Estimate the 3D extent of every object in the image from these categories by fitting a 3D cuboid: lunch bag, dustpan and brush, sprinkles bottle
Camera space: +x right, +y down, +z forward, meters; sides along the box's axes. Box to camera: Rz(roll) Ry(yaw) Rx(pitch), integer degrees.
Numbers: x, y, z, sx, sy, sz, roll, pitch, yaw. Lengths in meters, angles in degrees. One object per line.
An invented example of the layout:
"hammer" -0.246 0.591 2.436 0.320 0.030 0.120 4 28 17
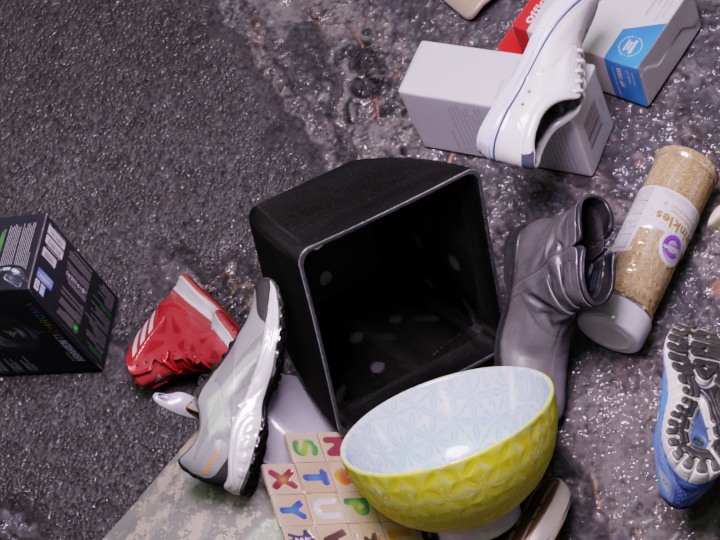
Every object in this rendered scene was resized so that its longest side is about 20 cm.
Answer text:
"lunch bag" -0.118 0.267 1.522 0.164 0.118 0.199 -49 50 -9
"dustpan and brush" -0.099 0.139 1.557 0.057 0.199 0.140 -51 29 22
"sprinkles bottle" 0.275 -0.022 1.575 0.068 0.068 0.201 16 66 30

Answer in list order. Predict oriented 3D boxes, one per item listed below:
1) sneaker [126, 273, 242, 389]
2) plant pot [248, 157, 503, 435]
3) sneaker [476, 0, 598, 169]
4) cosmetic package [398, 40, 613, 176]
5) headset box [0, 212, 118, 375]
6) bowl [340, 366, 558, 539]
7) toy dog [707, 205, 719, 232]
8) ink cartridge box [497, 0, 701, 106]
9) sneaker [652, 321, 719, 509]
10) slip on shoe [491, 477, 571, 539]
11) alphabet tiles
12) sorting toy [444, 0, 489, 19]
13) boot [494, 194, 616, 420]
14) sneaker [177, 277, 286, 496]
"sneaker" -0.166 0.095 1.682 0.116 0.078 0.200 -48 35 0
"plant pot" 0.000 0.000 1.580 0.198 0.202 0.177 -26 33 -23
"sneaker" 0.189 -0.182 1.595 0.070 0.073 0.201 26 80 23
"cosmetic package" 0.150 -0.168 1.700 0.198 0.102 0.072 12 64 27
"headset box" -0.386 0.030 1.748 0.197 0.175 0.094 -3 57 19
"bowl" 0.091 0.177 1.466 0.198 0.109 0.200 -18 16 5
"toy dog" 0.415 -0.064 1.504 0.191 0.140 0.202 -12 54 -1
"ink cartridge box" 0.243 -0.264 1.743 0.199 0.067 0.117 25 71 33
"sneaker" 0.290 0.127 1.465 0.078 0.090 0.201 20 43 4
"slip on shoe" 0.138 0.273 1.453 0.076 0.061 0.201 -21 28 47
"alphabet tiles" 0.012 0.214 1.489 0.198 0.006 0.168 2 47 -28
"sorting toy" 0.148 -0.394 1.891 0.200 0.037 0.185 -42 53 -1
"boot" 0.182 0.039 1.509 0.131 0.069 0.203 -22 70 62
"sneaker" -0.112 0.098 1.493 0.078 0.074 0.202 11 69 6
